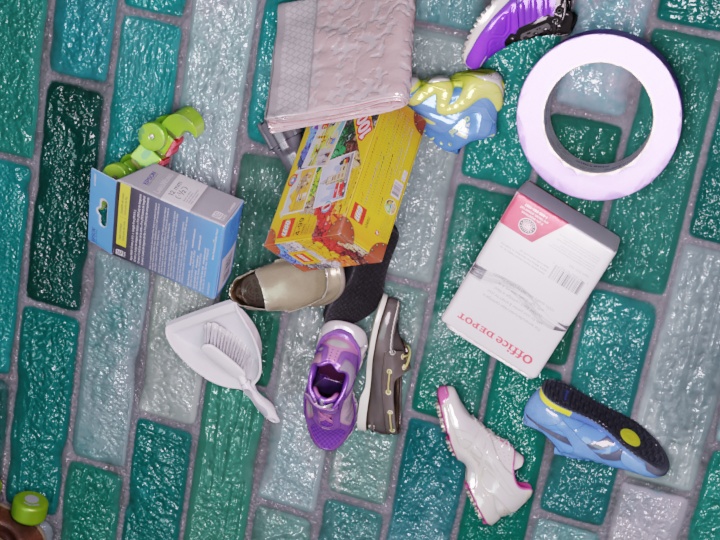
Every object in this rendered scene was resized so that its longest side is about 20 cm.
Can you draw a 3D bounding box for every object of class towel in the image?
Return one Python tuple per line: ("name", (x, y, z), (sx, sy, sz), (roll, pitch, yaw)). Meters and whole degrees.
("towel", (-0.024, -0.270, 1.621), (0.189, 0.032, 0.202), (-8, 58, 20))

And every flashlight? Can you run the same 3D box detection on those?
("flashlight", (-0.065, -0.116, 1.730), (0.068, 0.068, 0.201), (-27, 92, 53))

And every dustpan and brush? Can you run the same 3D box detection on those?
("dustpan and brush", (-0.170, 0.137, 1.821), (0.139, 0.058, 0.200), (-19, 130, 33))

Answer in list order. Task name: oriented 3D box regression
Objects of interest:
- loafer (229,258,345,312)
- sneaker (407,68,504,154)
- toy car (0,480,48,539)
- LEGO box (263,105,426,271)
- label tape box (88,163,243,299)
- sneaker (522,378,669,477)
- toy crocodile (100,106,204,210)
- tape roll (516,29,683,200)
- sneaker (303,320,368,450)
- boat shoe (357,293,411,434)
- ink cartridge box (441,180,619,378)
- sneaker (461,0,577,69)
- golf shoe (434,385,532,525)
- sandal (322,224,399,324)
("loafer", (-0.099, 0.022, 1.731), (0.199, 0.068, 0.076), (-17, 90, 45))
("sneaker", (0.084, -0.196, 1.657), (0.198, 0.076, 0.106), (-1, 105, 15))
("toy car", (-0.570, 0.424, 1.939), (0.156, 0.200, 0.166), (19, 109, 9))
("LEGO box", (-0.018, -0.108, 1.621), (0.077, 0.202, 0.148), (33, 154, -35))
("label tape box", (-0.265, -0.065, 1.767), (0.198, 0.066, 0.144), (24, 136, 9))
("sneaker", (0.306, 0.222, 1.719), (0.199, 0.066, 0.079), (30, 122, 7))
("toy crocodile", (-0.288, -0.150, 1.777), (0.062, 0.068, 0.200), (46, 111, -2))
("tape roll", (0.293, -0.191, 1.607), (0.198, 0.066, 0.202), (4, 106, 15))
("sneaker", (-0.043, 0.169, 1.772), (0.080, 0.089, 0.202), (12, 123, 6))
("boat shoe", (0.039, 0.127, 1.762), (0.060, 0.072, 0.203), (11, 114, 8))
("ink cartridge box", (0.216, 0.012, 1.672), (0.144, 0.083, 0.201), (32, 111, 5))
("sneaker", (0.209, -0.309, 1.595), (0.099, 0.070, 0.200), (40, 112, 0))
("golf shoe", (0.165, 0.238, 1.763), (0.091, 0.075, 0.202), (-23, 100, 4))
("sandal", (0.000, 0.000, 1.729), (0.074, 0.045, 0.201), (-3, 138, -26))
